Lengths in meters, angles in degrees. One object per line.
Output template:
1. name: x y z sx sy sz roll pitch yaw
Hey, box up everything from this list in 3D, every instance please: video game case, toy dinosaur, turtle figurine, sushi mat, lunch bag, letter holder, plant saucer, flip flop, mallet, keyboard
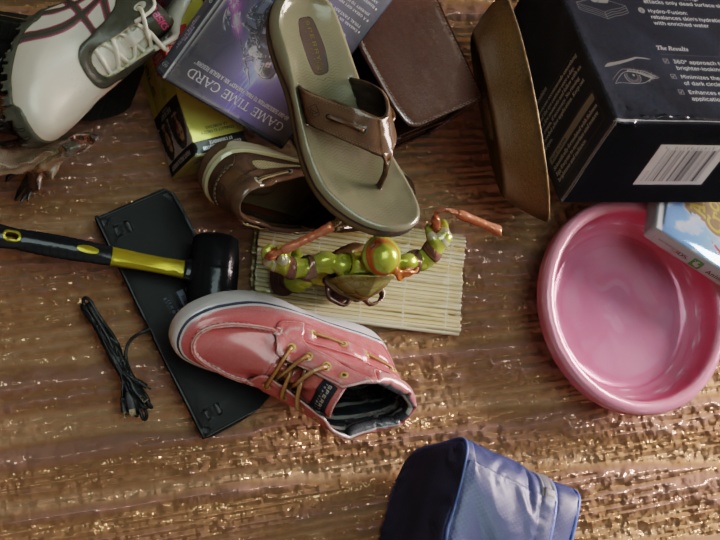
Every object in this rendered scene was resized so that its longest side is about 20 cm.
1. video game case: 0.357 -0.063 1.302 0.182 0.022 0.201 31 48 -15
2. toy dinosaur: -0.312 -0.098 1.018 0.199 0.086 0.136 29 31 10
3. turtle figurine: 0.002 -0.003 1.076 0.199 0.161 0.065 -10 87 -25
4. sushi mat: 0.000 0.000 1.173 0.199 0.012 0.096 8 76 -22
5. lunch bag: 0.092 0.249 1.090 0.132 0.136 0.201 24 71 -17
6. letter holder: -0.011 -0.201 1.165 0.142 0.101 0.201 -25 89 -24
7. video game case: -0.049 -0.202 1.040 0.200 0.019 0.143 -52 140 9
8. plant saucer: 0.245 0.035 1.252 0.200 0.051 0.202 5 77 -22
9. flip flop: -0.009 -0.119 0.994 0.081 0.057 0.201 -15 84 -38
10. mallet: -0.187 -0.019 1.062 0.199 0.041 0.066 18 69 -20
11. keyboard: -0.162 0.043 1.089 0.127 0.021 0.201 -26 89 -32
12. plant saucer: 0.126 -0.137 1.174 0.035 0.200 0.201 -11 83 2

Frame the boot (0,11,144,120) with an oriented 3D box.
1. boot: -0.279 -0.182 1.061 0.200 0.138 0.078 11 103 -58

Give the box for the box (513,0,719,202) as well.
1. box: 0.256 -0.172 1.229 0.196 0.118 0.201 -1 55 -23

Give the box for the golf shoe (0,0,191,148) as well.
1. golf shoe: -0.187 -0.171 0.986 0.200 0.088 0.077 -62 139 -31

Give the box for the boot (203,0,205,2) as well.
1. boot: -0.102 -0.279 1.120 0.074 0.155 0.201 -10 71 -51

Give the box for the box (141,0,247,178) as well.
1. box: -0.154 -0.183 1.112 0.050 0.075 0.201 -15 86 -25

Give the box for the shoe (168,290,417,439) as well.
1. shoe: -0.049 0.076 1.069 0.199 0.091 0.072 13 113 -33

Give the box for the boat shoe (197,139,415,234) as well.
1. boat shoe: -0.032 -0.055 1.101 0.202 0.075 0.075 1 119 -34
